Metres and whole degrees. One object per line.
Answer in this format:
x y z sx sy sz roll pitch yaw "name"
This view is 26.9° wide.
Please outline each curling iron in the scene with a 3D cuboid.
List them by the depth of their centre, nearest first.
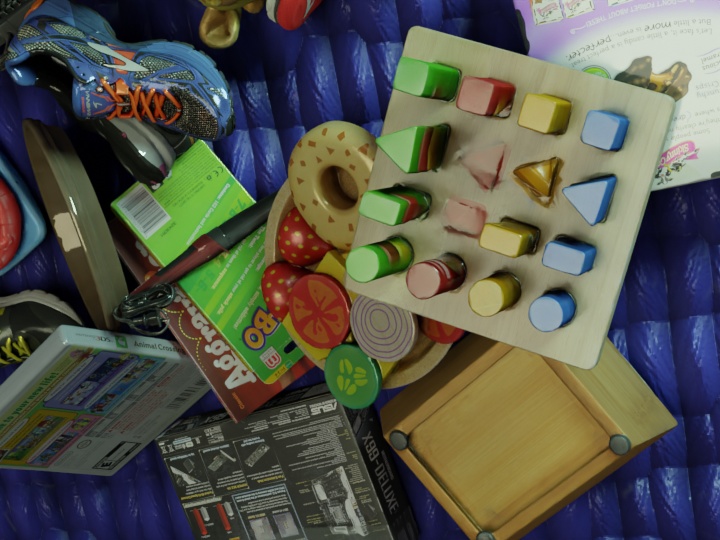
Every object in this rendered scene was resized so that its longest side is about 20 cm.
-0.115 -0.015 1.228 0.050 0.200 0.026 40 161 35 "curling iron"

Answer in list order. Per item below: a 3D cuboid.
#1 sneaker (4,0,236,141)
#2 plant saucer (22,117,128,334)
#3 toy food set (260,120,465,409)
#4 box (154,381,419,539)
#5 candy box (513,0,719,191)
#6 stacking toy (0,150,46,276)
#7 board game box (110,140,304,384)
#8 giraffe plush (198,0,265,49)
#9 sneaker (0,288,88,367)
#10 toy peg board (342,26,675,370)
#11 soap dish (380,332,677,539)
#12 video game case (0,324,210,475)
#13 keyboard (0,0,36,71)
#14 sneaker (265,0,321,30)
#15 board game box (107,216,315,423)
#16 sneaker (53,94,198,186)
-0.187 -0.141 1.162 0.199 0.079 0.076 21 138 14 "sneaker"
-0.238 -0.037 1.273 0.029 0.200 0.202 -21 100 -16 "plant saucer"
0.000 0.000 1.171 0.198 0.049 0.201 45 123 18 "toy food set"
-0.065 0.191 1.322 0.199 0.050 0.159 -17 99 27 "box"
0.209 -0.161 1.076 0.167 0.071 0.202 -11 101 26 "candy box"
-0.379 -0.028 1.304 0.109 0.200 0.116 -33 93 28 "stacking toy"
-0.109 -0.008 1.257 0.095 0.030 0.200 -41 89 -11 "board game box"
-0.134 -0.257 1.154 0.162 0.201 0.173 37 126 -11 "giraffe plush"
-0.332 0.068 1.371 0.199 0.085 0.075 5 136 28 "sneaker"
0.090 -0.049 1.043 0.198 0.098 0.202 18 101 17 "toy peg board"
0.125 0.122 1.199 0.200 0.081 0.158 -42 87 27 "soap dish"
-0.236 0.117 1.305 0.200 0.181 0.022 -41 55 32 "video game case"
-0.297 -0.210 1.264 0.199 0.128 0.021 -29 134 29 "keyboard"
0.005 -0.246 1.139 0.085 0.077 0.200 45 119 -1 "sneaker"
-0.122 0.018 1.275 0.103 0.019 0.201 -35 91 -10 "board game box"
-0.201 -0.155 1.263 0.200 0.086 0.081 44 160 22 "sneaker"
